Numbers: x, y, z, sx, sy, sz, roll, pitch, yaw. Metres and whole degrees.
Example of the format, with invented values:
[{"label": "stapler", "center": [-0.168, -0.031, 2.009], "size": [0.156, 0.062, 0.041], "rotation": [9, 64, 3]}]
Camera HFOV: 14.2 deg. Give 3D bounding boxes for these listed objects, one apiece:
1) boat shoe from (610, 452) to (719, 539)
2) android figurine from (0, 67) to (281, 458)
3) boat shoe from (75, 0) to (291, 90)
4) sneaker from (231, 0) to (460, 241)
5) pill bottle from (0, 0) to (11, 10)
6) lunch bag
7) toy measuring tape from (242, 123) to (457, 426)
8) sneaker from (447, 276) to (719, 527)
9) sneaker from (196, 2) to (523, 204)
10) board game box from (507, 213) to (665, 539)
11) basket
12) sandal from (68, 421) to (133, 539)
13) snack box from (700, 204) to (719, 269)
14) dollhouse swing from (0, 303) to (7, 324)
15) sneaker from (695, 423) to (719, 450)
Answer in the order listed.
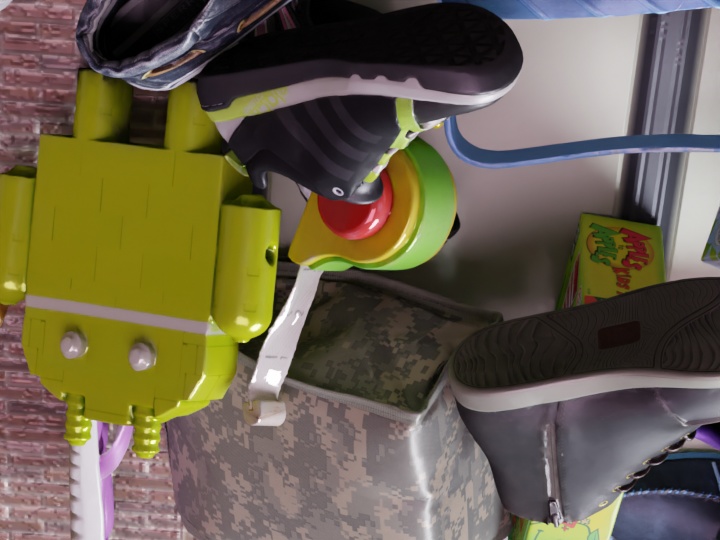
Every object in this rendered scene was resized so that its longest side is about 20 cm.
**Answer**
[{"label": "boat shoe", "center": [0.234, 0.154, 1.675], "size": [0.200, 0.069, 0.084], "rotation": [5, 127, -1]}, {"label": "android figurine", "center": [-0.119, -0.004, 1.511], "size": [0.182, 0.041, 0.200], "rotation": [10, 94, 32]}, {"label": "boat shoe", "center": [-0.051, -0.160, 1.403], "size": [0.200, 0.091, 0.071], "rotation": [-43, 86, 9]}, {"label": "sneaker", "center": [-0.004, -0.087, 1.497], "size": [0.086, 0.080, 0.200], "rotation": [-31, 121, 21]}, {"label": "pill bottle", "center": [-0.142, -0.203, 1.394], "size": [0.200, 0.111, 0.111], "rotation": [-35, 119, 25]}, {"label": "lunch bag", "center": [-0.024, 0.084, 1.600], "size": [0.200, 0.118, 0.164], "rotation": [16, 132, 26]}, {"label": "toy measuring tape", "center": [0.000, 0.000, 1.462], "size": [0.073, 0.074, 0.200], "rotation": [18, 104, -11]}, {"label": "sneaker", "center": [0.154, 0.069, 1.492], "size": [0.200, 0.075, 0.106], "rotation": [-6, 131, 17]}, {"label": "sneaker", "center": [0.007, -0.075, 1.385], "size": [0.200, 0.072, 0.083], "rotation": [0, 119, 46]}, {"label": "board game box", "center": [0.124, 0.080, 1.603], "size": [0.048, 0.102, 0.200], "rotation": [10, 127, -4]}, {"label": "basket", "center": [0.115, -0.146, 1.406], "size": [0.176, 0.139, 0.200], "rotation": [-5, 119, 13]}, {"label": "sandal", "center": [-0.140, 0.083, 1.634], "size": [0.050, 0.083, 0.203], "rotation": [0, 132, -7]}, {"label": "snack box", "center": [0.293, -0.035, 1.492], "size": [0.200, 0.053, 0.142], "rotation": [22, 82, -13]}, {"label": "dollhouse swing", "center": [-0.315, 0.018, 1.543], "size": [0.175, 0.182, 0.200], "rotation": [7, 130, 23]}, {"label": "sneaker", "center": [0.248, 0.090, 1.618], "size": [0.200, 0.084, 0.081], "rotation": [11, 127, -7]}]
